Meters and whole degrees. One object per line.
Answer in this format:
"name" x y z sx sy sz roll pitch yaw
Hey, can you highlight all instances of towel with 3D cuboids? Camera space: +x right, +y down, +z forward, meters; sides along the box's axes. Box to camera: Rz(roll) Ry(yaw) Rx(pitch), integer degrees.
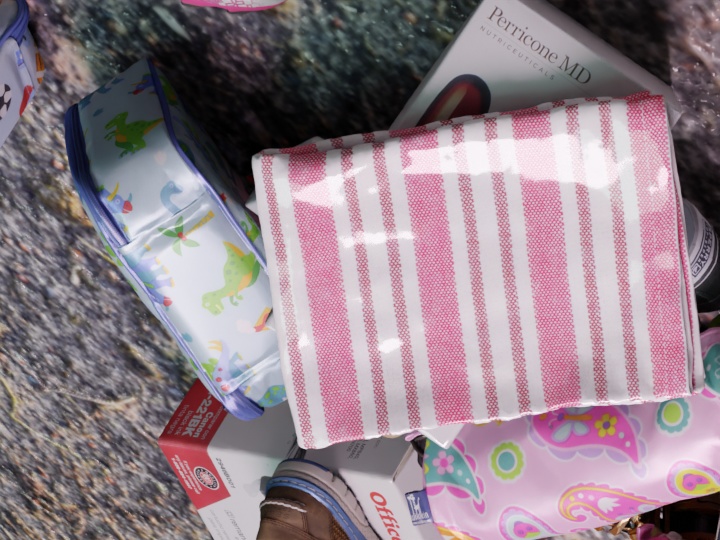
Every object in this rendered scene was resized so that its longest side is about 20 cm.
"towel" 0.054 0.002 0.975 0.199 0.030 0.147 -8 100 7

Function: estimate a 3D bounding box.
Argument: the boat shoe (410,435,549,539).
"boat shoe" 0.062 0.104 1.319 0.200 0.065 0.072 43 -172 -21

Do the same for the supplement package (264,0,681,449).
"supplement package" 0.057 -0.034 1.039 0.113 0.110 0.201 33 103 -1

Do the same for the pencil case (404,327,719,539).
"pencil case" 0.124 0.089 1.089 0.199 0.088 0.088 -17 124 28

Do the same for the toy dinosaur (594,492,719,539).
"toy dinosaur" 0.190 0.157 1.265 0.200 0.102 0.135 40 145 -20

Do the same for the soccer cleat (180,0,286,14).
"soccer cleat" -0.117 -0.207 1.096 0.199 0.070 0.087 29 146 7

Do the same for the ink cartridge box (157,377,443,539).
"ink cartridge box" -0.018 0.147 1.439 0.199 0.084 0.145 5 137 33

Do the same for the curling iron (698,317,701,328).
"curling iron" 0.124 0.044 1.154 0.050 0.026 0.200 42 157 -15

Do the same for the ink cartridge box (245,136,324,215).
"ink cartridge box" 0.000 0.000 1.211 0.161 0.050 0.200 40 167 -9

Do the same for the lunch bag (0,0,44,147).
"lunch bag" -0.298 -0.101 1.260 0.159 0.200 0.076 21 148 18

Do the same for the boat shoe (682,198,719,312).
"boat shoe" 0.117 -0.018 1.139 0.199 0.074 0.068 9 159 41

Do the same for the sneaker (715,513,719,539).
"sneaker" 0.270 0.110 1.084 0.146 0.203 0.077 31 176 26

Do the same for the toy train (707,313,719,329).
"toy train" 0.227 0.069 1.157 0.199 0.085 0.116 2 121 37

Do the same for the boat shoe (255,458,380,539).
"boat shoe" -0.011 0.215 1.378 0.072 0.073 0.200 -8 129 43

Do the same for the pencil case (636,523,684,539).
"pencil case" 0.242 0.196 1.154 0.199 0.094 0.091 4 173 21

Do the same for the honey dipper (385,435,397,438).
"honey dipper" 0.088 0.087 1.197 0.199 0.038 0.038 -5 131 39

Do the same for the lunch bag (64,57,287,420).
"lunch bag" -0.096 -0.019 1.244 0.082 0.161 0.200 -31 120 6
